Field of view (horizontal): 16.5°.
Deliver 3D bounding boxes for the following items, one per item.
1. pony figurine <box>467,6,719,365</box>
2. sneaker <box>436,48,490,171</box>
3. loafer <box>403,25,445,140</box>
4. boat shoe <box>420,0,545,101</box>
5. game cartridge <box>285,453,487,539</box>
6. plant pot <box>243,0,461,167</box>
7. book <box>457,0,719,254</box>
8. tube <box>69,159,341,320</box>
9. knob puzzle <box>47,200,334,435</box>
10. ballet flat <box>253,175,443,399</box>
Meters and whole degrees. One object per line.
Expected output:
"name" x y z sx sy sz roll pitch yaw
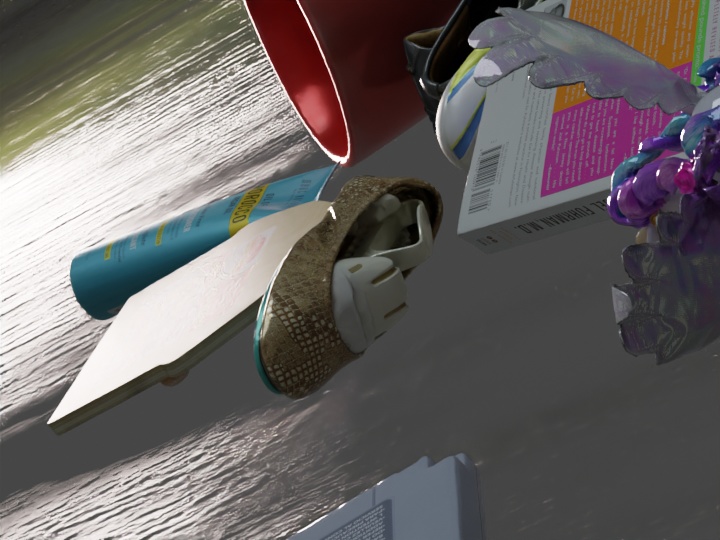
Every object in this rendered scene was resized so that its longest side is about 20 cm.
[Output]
"pony figurine" 0.162 -0.056 1.057 0.200 0.167 0.193 -30 -17 31
"sneaker" 0.136 -0.123 1.403 0.200 0.076 0.105 -37 16 -10
"loafer" 0.113 -0.147 1.531 0.199 0.072 0.073 -26 16 27
"boat shoe" 0.102 -0.181 1.470 0.072 0.067 0.201 27 90 58
"game cartridge" -0.035 0.154 0.999 0.199 0.041 0.133 -32 12 11
"plant pot" 0.025 -0.196 1.675 0.177 0.201 0.200 -26 14 -9
"book" 0.135 -0.091 1.282 0.200 0.048 0.134 -16 53 49
"tube" -0.104 -0.021 1.675 0.199 0.051 0.078 -21 27 26
"knob puzzle" -0.080 0.022 1.509 0.219 0.031 0.220 -33 14 9
"ballet flat" 0.000 0.000 1.344 0.065 0.071 0.200 -11 27 23
